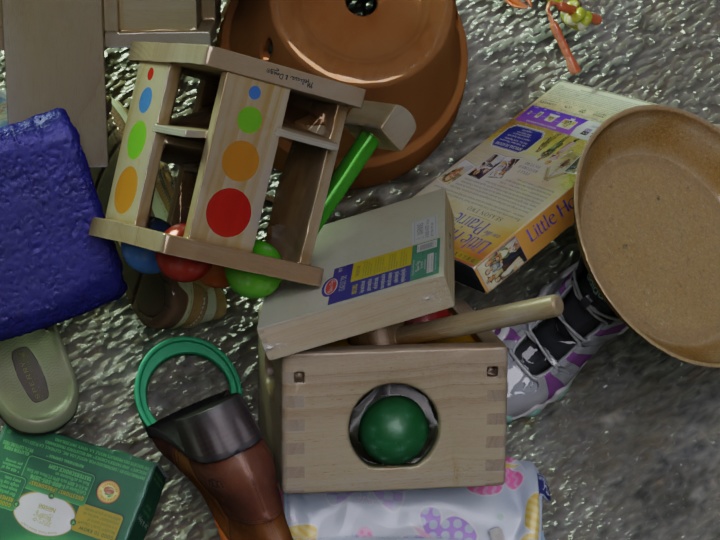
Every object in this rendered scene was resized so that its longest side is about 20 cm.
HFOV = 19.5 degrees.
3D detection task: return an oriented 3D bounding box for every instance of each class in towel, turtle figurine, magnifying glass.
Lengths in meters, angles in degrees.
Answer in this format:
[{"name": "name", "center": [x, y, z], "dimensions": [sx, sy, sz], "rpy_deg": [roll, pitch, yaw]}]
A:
[{"name": "towel", "center": [-0.277, -0.019, 1.468], "dimensions": [0.200, 0.050, 0.148], "rpy_deg": [-19, 102, -9]}, {"name": "turtle figurine", "center": [0.166, -0.249, 1.677], "dimensions": [0.161, 0.064, 0.200], "rpy_deg": [-22, 69, -21]}, {"name": "magnifying glass", "center": [-0.109, 0.144, 1.548], "dimensions": [0.080, 0.022, 0.200], "rpy_deg": [-18, 75, -12]}]

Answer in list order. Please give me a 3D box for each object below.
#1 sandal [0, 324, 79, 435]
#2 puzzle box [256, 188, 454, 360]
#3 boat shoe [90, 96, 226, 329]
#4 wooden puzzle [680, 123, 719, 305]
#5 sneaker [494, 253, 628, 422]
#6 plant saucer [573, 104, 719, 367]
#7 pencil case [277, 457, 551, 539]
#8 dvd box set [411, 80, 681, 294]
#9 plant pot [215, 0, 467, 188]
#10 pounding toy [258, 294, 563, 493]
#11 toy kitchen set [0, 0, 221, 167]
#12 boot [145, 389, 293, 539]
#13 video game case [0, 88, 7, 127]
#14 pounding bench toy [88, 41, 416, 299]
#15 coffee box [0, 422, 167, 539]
[{"name": "sandal", "center": [-0.261, 0.024, 1.516], "dimensions": [0.080, 0.057, 0.201], "rpy_deg": [-28, 70, -15]}, {"name": "puzzle box", "center": [0.000, 0.000, 1.469], "dimensions": [0.133, 0.200, 0.025], "rpy_deg": [-16, 107, 8]}, {"name": "boat shoe", "center": [-0.156, -0.043, 1.579], "dimensions": [0.076, 0.072, 0.200], "rpy_deg": [0, 60, -43]}, {"name": "wooden puzzle", "center": [0.330, -0.026, 1.606], "dimensions": [0.200, 0.037, 0.185], "rpy_deg": [2, 71, -34]}, {"name": "sneaker", "center": [0.163, 0.025, 1.554], "dimensions": [0.078, 0.140, 0.200], "rpy_deg": [44, 72, 7]}, {"name": "plant saucer", "center": [0.225, -0.021, 1.503], "dimensions": [0.200, 0.035, 0.200], "rpy_deg": [13, 63, -28]}, {"name": "pencil case", "center": [0.034, 0.180, 1.521], "dimensions": [0.200, 0.083, 0.091], "rpy_deg": [3, 48, -6]}, {"name": "dvd box set", "center": [0.125, -0.066, 1.582], "dimensions": [0.200, 0.146, 0.029], "rpy_deg": [-39, 118, -17]}, {"name": "plant pot", "center": [-0.007, -0.177, 1.593], "dimensions": [0.200, 0.140, 0.200], "rpy_deg": [2, 74, -7]}, {"name": "pounding toy", "center": [0.029, 0.070, 1.471], "dimensions": [0.184, 0.200, 0.142], "rpy_deg": [-2, 101, -9]}, {"name": "toy kitchen set", "center": [-0.206, -0.173, 1.566], "dimensions": [0.200, 0.180, 0.163], "rpy_deg": [-1, 103, -1]}, {"name": "boot", "center": [-0.072, 0.183, 1.455], "dimensions": [0.068, 0.188, 0.200], "rpy_deg": [-25, 92, -21]}, {"name": "video game case", "center": [-0.345, -0.073, 1.578], "dimensions": [0.200, 0.022, 0.182], "rpy_deg": [23, 72, 0]}, {"name": "pounding bench toy", "center": [-0.064, -0.058, 1.455], "dimensions": [0.200, 0.124, 0.156], "rpy_deg": [12, 90, -31]}, {"name": "coffee box", "center": [-0.229, 0.216, 1.485], "dimensions": [0.123, 0.044, 0.200], "rpy_deg": [15, 71, 12]}]
